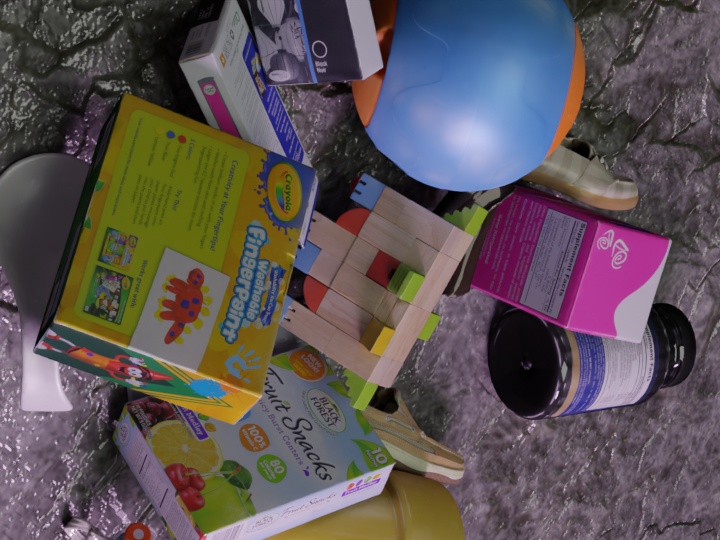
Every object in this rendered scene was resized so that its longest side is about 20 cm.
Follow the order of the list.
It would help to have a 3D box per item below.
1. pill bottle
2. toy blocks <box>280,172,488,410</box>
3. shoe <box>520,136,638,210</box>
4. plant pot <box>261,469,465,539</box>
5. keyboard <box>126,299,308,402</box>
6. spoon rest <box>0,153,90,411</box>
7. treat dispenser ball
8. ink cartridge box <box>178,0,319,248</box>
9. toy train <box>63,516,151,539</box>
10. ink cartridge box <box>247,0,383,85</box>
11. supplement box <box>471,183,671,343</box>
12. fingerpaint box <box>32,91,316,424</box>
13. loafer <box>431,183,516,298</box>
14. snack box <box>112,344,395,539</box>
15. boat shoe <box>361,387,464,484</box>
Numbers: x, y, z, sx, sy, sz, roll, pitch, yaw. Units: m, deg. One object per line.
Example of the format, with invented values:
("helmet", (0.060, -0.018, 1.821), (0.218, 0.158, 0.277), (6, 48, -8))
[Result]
("pill bottle", (0.232, 0.082, 1.891), (0.199, 0.112, 0.113), (-5, 109, -37))
("toy blocks", (0.000, 0.000, 1.670), (0.201, 0.136, 0.100), (-60, 155, 3))
("shoe", (0.196, -0.102, 1.821), (0.199, 0.070, 0.054), (15, 106, -38))
("plant pot", (-0.035, 0.266, 1.713), (0.187, 0.201, 0.202), (15, 97, -24))
("keyboard", (-0.117, 0.077, 1.686), (0.199, 0.011, 0.057), (-20, 113, -32))
("spoon rest", (-0.240, 0.004, 1.479), (0.098, 0.061, 0.202), (-1, 75, -3))
("treat dispenser ball", (0.090, -0.169, 1.628), (0.200, 0.200, 0.203), (-14, 115, -33))
("ink cartridge box", (-0.088, -0.120, 1.583), (0.095, 0.037, 0.201), (-79, 149, -51))
("toy train", (-0.176, 0.295, 1.634), (0.201, 0.149, 0.056), (55, 48, -29))
("ink cartridge box", (-0.050, -0.249, 1.540), (0.039, 0.099, 0.202), (-37, 119, -50))
("supplement box", (0.169, -0.014, 1.748), (0.101, 0.199, 0.104), (12, 100, -40))
("fingerpaint box", (-0.138, -0.008, 1.457), (0.166, 0.073, 0.202), (20, 61, -15))
("loafer", (0.077, -0.012, 1.729), (0.071, 0.073, 0.200), (41, 105, -3))
("snack box", (-0.090, 0.152, 1.637), (0.199, 0.143, 0.053), (-16, 148, -34))
("boat shoe", (0.027, 0.147, 1.790), (0.199, 0.071, 0.077), (22, 77, -42))
